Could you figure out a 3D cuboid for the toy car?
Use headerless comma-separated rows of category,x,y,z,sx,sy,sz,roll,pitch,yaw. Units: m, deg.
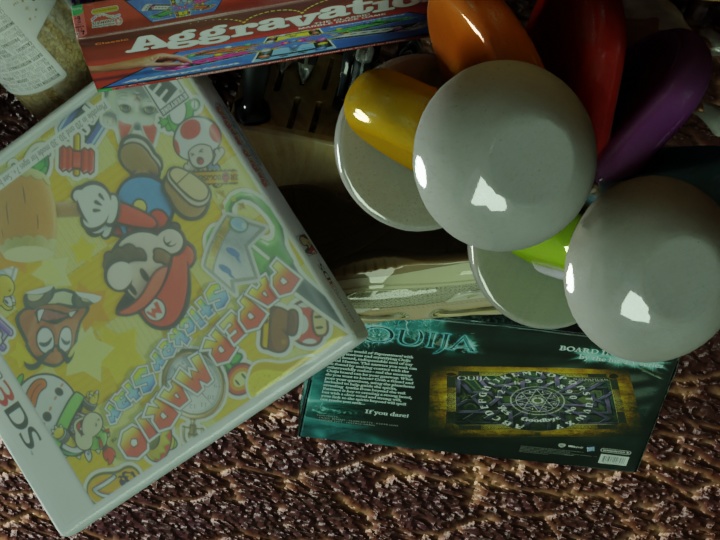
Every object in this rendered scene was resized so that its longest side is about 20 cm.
toy car,0.096,-0.058,1.327,0.200,0.150,0.175,36,173,-19

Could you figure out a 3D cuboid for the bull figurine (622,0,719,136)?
bull figurine,0.124,-0.092,1.427,0.121,0.065,0.200,24,141,-3

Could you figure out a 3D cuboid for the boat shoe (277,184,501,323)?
boat shoe,0.000,0.000,1.477,0.200,0.072,0.065,-4,137,14

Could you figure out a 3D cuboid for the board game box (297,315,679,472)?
board game box,0.071,0.058,1.630,0.200,0.028,0.135,7,143,-5

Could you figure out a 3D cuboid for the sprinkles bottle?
sprinkles bottle,-0.171,-0.130,1.474,0.068,0.068,0.200,-15,133,32

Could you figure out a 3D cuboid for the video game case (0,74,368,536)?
video game case,-0.121,0.008,1.458,0.200,0.023,0.182,-34,85,22

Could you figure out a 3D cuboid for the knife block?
knife block,-0.043,-0.075,1.506,0.200,0.064,0.176,-21,129,37

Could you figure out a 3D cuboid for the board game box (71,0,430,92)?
board game box,-0.031,-0.120,1.364,0.200,0.019,0.103,-10,169,-1
